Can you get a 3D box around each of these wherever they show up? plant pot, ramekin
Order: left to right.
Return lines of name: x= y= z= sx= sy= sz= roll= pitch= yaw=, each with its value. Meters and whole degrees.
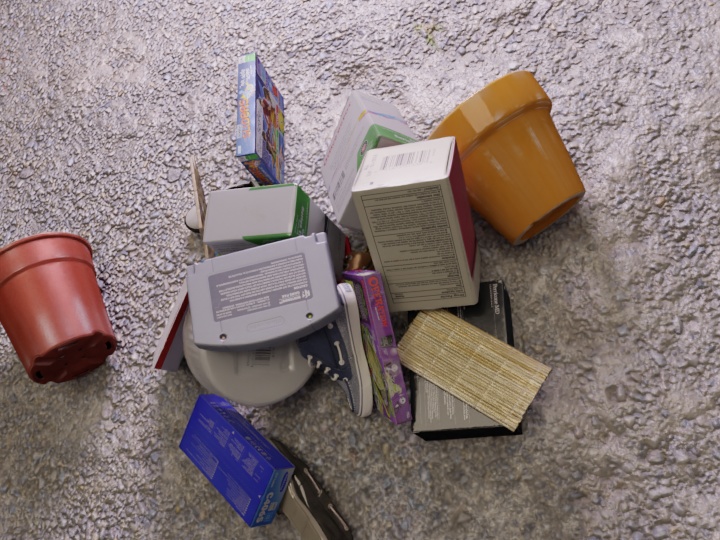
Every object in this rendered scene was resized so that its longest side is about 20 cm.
plant pot: x=-0.523 y=0.073 z=1.207 sx=0.200 sy=0.201 sz=0.196 roll=-35 pitch=69 yaw=5
ramekin: x=-0.153 y=0.100 z=1.029 sx=0.202 sy=0.200 sz=0.098 roll=-60 pitch=20 yaw=-9
plant pot: x=0.216 y=-0.146 z=1.009 sx=0.199 sy=0.200 sz=0.184 roll=-35 pitch=77 yaw=5

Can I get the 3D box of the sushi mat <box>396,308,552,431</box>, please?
sushi mat: x=0.141 y=0.121 z=0.932 sx=0.199 sy=0.012 sz=0.096 roll=29 pitch=82 yaw=28

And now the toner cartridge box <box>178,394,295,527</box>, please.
toner cartridge box: x=-0.185 y=0.273 z=1.035 sx=0.199 sy=0.043 sz=0.096 roll=32 pitch=104 yaw=39

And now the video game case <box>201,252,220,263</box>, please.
video game case: x=-0.179 y=0.034 z=1.178 sx=0.142 sy=0.018 sz=0.201 roll=-29 pitch=62 yaw=9

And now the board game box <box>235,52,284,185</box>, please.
board game box: x=-0.171 y=-0.252 z=1.222 sx=0.034 sy=0.135 sz=0.202 roll=-9 pitch=66 yaw=13

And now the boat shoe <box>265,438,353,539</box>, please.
boat shoe: x=-0.080 y=0.323 z=1.008 sx=0.200 sy=0.057 sz=0.067 roll=52 pitch=129 yaw=33

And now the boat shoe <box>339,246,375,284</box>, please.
boat shoe: x=0.000 y=0.000 z=1.066 sx=0.200 sy=0.072 sz=0.068 roll=-41 pitch=102 yaw=-19

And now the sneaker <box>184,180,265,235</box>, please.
sneaker: x=-0.231 y=-0.114 z=1.216 sx=0.198 sy=0.080 sz=0.074 roll=-14 pitch=66 yaw=26

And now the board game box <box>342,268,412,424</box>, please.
board game box: x=0.021 y=0.099 z=0.971 sx=0.032 sy=0.120 sz=0.202 roll=-13 pitch=96 yaw=-10

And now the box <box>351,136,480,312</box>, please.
box: x=0.081 y=-0.058 z=0.941 sx=0.127 sy=0.201 sz=0.109 roll=-6 pitch=36 yaw=18

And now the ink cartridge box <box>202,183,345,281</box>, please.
ink cartridge box: x=-0.122 y=-0.048 z=1.065 sx=0.145 sy=0.200 sz=0.084 roll=-4 pitch=70 yaw=20

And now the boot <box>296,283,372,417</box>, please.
boot: x=-0.042 y=0.122 z=0.998 sx=0.089 sy=0.073 sz=0.202 roll=-14 pitch=104 yaw=-15

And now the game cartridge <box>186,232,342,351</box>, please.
game cartridge: x=-0.128 y=0.034 z=0.937 sx=0.198 sy=0.041 sz=0.134 roll=-13 pitch=66 yaw=3

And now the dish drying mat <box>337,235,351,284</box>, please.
dish drying mat: x=-0.038 y=0.043 z=1.118 sx=0.076 sy=0.018 sz=0.202 roll=-18 pitch=64 yaw=14

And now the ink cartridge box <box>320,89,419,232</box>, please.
ink cartridge box: x=0.013 y=-0.164 z=1.066 sx=0.146 sy=0.087 sz=0.201 roll=-64 pitch=25 yaw=25

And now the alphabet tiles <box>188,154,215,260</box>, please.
alphabet tiles: x=-0.242 y=-0.071 z=1.098 sx=0.006 sy=0.167 sz=0.202 roll=-11 pitch=60 yaw=-8

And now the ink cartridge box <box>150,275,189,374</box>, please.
ink cartridge box: x=-0.273 y=0.080 z=1.097 sx=0.050 sy=0.200 sz=0.162 roll=23 pitch=85 yaw=-17

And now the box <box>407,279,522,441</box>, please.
box: x=0.143 y=0.126 z=0.980 sx=0.140 sy=0.079 sz=0.202 roll=-9 pitch=66 yaw=20
